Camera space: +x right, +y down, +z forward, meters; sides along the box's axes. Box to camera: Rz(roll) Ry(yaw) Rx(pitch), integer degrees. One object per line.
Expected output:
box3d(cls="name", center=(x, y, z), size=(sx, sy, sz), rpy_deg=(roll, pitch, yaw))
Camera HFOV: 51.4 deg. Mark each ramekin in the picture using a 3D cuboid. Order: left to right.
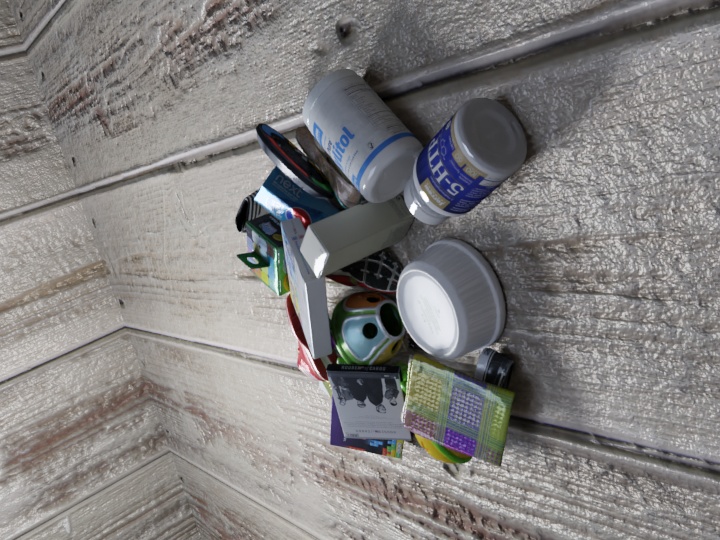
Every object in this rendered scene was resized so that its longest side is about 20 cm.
box3d(cls="ramekin", center=(0.145, 0.055, 1.276), size=(0.201, 0.093, 0.207), rpy_deg=(34, 136, 40))

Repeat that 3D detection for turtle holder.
box3d(cls="turtle holder", center=(0.022, 0.132, 1.462), size=(0.130, 0.139, 0.191), rpy_deg=(-25, 68, 44))

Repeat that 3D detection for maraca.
box3d(cls="maraca", center=(0.143, 0.270, 1.395), size=(0.107, 0.136, 0.202), rpy_deg=(-44, 62, 21))

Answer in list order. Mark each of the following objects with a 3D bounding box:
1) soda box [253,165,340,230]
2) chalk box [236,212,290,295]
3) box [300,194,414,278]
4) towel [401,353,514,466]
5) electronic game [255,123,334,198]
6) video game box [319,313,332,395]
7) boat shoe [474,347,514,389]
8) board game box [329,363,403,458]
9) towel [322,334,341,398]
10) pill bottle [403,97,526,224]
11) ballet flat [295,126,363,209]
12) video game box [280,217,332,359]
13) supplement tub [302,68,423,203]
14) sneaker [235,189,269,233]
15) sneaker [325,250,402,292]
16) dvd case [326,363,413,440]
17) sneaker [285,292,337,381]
box3d(cls="soda box", center=(-0.110, -0.117, 1.491), size=(0.198, 0.069, 0.064), rpy_deg=(37, 148, -8))
box3d(cls="chalk box", center=(-0.163, -0.042, 1.571), size=(0.124, 0.197, 0.126), rpy_deg=(37, 139, 38))
box3d(cls="box", center=(-0.005, -0.066, 1.321), size=(0.069, 0.197, 0.083), rpy_deg=(54, 146, 19))
box3d(cls="towel", center=(0.159, 0.234, 1.269), size=(0.196, 0.023, 0.147), rpy_deg=(18, 114, 27))
box3d(cls="electronic game", center=(-0.124, -0.211, 1.447), size=(0.042, 0.199, 0.201), rpy_deg=(-45, 65, 11))
box3d(cls="video game box", center=(-0.027, 0.224, 1.671), size=(0.181, 0.046, 0.204), rpy_deg=(37, 138, 42))
box3d(cls="boat shoe", center=(0.229, 0.231, 1.290), size=(0.067, 0.073, 0.204), rpy_deg=(20, 116, 28))
box3d(cls="board game box", center=(0.020, 0.296, 1.570), size=(0.161, 0.057, 0.204), rpy_deg=(8, 127, 6))
box3d(cls="towel", center=(-0.075, 0.181, 1.642), size=(0.203, 0.022, 0.144), rpy_deg=(61, 148, 12))
box3d(cls="pill bottle", center=(0.147, -0.152, 1.118), size=(0.122, 0.118, 0.200), rpy_deg=(60, 148, 9))
box3d(cls="ballet flat", center=(-0.050, -0.214, 1.437), size=(0.202, 0.068, 0.067), rpy_deg=(54, 127, 10))
box3d(cls="video game box", center=(-0.104, 0.034, 1.438), size=(0.184, 0.046, 0.203), rpy_deg=(-119, 19, -44))
box3d(cls="supplement tub", center=(0.004, -0.228, 1.270), size=(0.201, 0.130, 0.133), rpy_deg=(50, 145, 23))
box3d(cls="sneaker", center=(-0.237, -0.090, 1.731), size=(0.075, 0.114, 0.205), rpy_deg=(27, 131, 44))
box3d(cls="sneaker", center=(0.000, 0.000, 1.461), size=(0.196, 0.078, 0.085), rpy_deg=(17, 161, 21))
box3d(cls="dvd case", center=(0.021, 0.264, 1.488), size=(0.146, 0.025, 0.203), rpy_deg=(0, 130, 15))
box3d(cls="sneaker", center=(-0.126, 0.150, 1.609), size=(0.115, 0.077, 0.204), rpy_deg=(-26, 86, 56))
